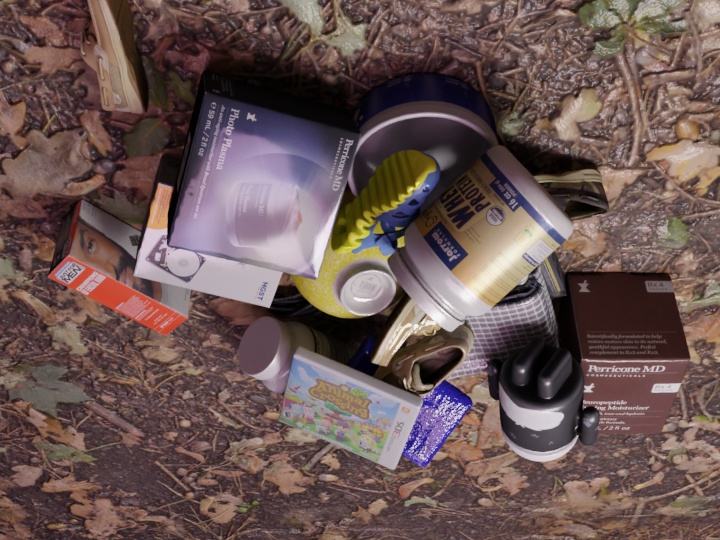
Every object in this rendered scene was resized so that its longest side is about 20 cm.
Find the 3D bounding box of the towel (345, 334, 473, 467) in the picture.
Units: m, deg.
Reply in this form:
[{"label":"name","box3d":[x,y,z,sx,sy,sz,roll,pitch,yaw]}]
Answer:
[{"label":"towel","box3d":[0.055,0.206,1.576,0.199,0.050,0.148,31,112,-7]}]

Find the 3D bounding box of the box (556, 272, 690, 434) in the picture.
[{"label":"box","box3d":[0.393,0.131,1.592,0.164,0.165,0.201,0,140,0]}]

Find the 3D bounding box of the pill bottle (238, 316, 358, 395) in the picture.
[{"label":"pill bottle","box3d":[-0.091,0.148,1.627,0.115,0.117,0.199,-30,142,30]}]

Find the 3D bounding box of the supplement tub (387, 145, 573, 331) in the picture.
[{"label":"supplement tub","box3d":[0.144,-0.037,1.254,0.200,0.145,0.144,-43,127,11]}]

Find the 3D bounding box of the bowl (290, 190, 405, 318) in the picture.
[{"label":"bowl","box3d":[0.000,0.000,1.445,0.198,0.108,0.202,-8,128,-10]}]

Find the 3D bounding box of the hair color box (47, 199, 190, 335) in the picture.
[{"label":"hair color box","box3d":[-0.339,-0.003,1.480,0.199,0.112,0.064,30,131,-31]}]

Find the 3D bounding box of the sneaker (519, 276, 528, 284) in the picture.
[{"label":"sneaker","box3d":[0.165,-0.037,1.387,0.198,0.074,0.082,5,142,-33]}]

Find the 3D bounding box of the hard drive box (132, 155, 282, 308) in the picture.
[{"label":"hard drive box","box3d":[-0.198,-0.052,1.418,0.198,0.077,0.157,13,122,-15]}]

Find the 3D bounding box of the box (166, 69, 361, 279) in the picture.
[{"label":"box","box3d":[-0.124,-0.118,1.281,0.196,0.123,0.202,12,110,-15]}]

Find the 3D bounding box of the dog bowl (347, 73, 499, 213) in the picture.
[{"label":"dog bowl","box3d":[0.080,-0.153,1.329,0.198,0.079,0.201,0,139,0]}]

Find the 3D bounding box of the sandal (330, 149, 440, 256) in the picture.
[{"label":"sandal","box3d":[0.044,-0.080,1.302,0.086,0.080,0.200,18,145,-26]}]

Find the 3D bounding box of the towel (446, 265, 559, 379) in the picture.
[{"label":"towel","box3d":[0.186,0.078,1.522,0.198,0.086,0.166,-11,139,16]}]

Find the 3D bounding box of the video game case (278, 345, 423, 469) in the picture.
[{"label":"video game case","box3d":[-0.020,0.209,1.533,0.198,0.022,0.183,23,139,6]}]

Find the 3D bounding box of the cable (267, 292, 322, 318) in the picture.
[{"label":"cable","box3d":[-0.084,0.005,1.535,0.198,0.051,0.164,-5,139,7]}]

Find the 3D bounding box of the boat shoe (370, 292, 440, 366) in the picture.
[{"label":"boat shoe","box3d":[0.088,0.057,1.433,0.066,0.074,0.201,34,94,-5]}]

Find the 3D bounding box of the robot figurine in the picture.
[{"label":"robot figurine","box3d":[0.262,0.187,1.490,0.123,0.151,0.201,-14,135,-5]}]

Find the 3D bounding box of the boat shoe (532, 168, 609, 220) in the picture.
[{"label":"boat shoe","box3d":[0.248,-0.087,1.362,0.198,0.065,0.073,-15,154,-21]}]

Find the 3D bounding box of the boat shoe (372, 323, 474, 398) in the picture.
[{"label":"boat shoe","box3d":[0.082,0.148,1.486,0.072,0.065,0.200,44,119,-13]}]

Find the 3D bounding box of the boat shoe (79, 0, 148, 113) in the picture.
[{"label":"boat shoe","box3d":[-0.299,-0.261,1.209,0.064,0.072,0.201,-2,141,1]}]

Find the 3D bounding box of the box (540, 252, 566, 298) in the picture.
[{"label":"box","box3d":[0.201,-0.018,1.509,0.160,0.049,0.200,-14,137,19]}]
